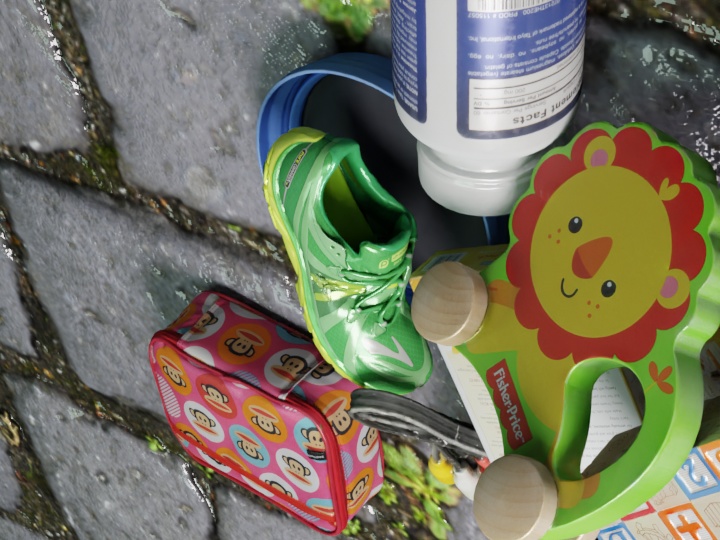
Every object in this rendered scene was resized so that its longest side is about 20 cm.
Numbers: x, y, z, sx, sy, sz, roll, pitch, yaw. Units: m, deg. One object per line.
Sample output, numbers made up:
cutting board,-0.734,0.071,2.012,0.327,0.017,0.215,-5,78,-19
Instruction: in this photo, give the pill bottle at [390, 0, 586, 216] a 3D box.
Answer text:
pill bottle,0.072,-0.134,0.949,0.110,0.111,0.201,25,138,28

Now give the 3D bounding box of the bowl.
bowl,0.017,-0.056,1.140,0.199,0.039,0.202,28,140,26

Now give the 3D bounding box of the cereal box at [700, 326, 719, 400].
cereal box,0.179,0.061,1.079,0.199,0.039,0.145,-20,107,53

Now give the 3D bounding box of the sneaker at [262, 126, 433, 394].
sneaker,0.000,0.000,1.112,0.083,0.074,0.201,2,124,50

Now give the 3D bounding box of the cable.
cable,0.066,0.129,1.181,0.096,0.051,0.200,7,169,31

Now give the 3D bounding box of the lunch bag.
lunch bag,-0.074,0.123,1.372,0.199,0.082,0.177,25,142,30

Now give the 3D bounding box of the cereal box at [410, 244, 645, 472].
cereal box,0.127,0.078,1.067,0.143,0.039,0.201,-4,119,46

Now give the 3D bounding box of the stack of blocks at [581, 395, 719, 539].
stack of blocks,0.217,0.126,0.905,0.116,0.059,0.200,53,144,-4

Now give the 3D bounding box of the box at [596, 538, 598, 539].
box,0.196,0.265,1.160,0.114,0.132,0.201,2,125,49

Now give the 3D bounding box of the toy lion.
toy lion,0.128,0.027,0.916,0.191,0.068,0.202,-36,55,30
